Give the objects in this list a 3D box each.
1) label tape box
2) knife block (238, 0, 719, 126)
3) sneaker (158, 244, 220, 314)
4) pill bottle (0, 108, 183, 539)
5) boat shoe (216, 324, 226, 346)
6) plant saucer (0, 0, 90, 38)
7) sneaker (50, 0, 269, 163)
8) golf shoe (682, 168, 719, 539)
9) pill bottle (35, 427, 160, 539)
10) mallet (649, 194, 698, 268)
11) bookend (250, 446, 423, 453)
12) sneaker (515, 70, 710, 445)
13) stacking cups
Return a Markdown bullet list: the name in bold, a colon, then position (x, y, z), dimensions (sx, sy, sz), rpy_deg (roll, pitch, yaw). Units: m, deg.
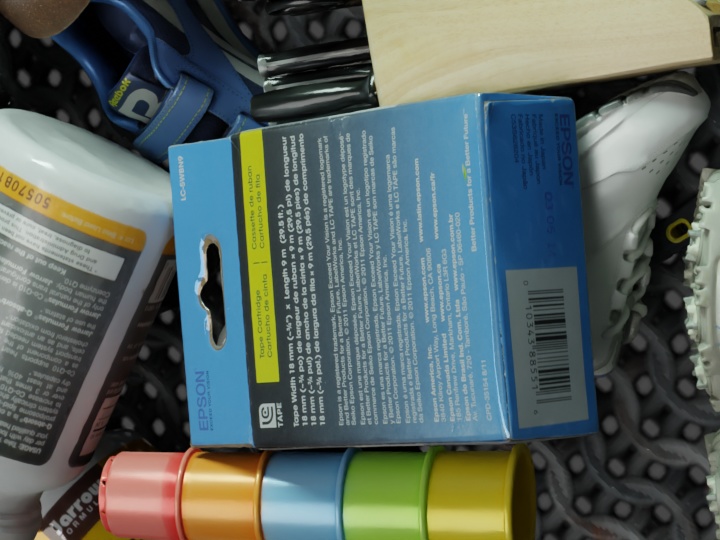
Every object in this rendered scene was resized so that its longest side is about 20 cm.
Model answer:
- **label tape box**: position (0.007, 0.004, 1.094), dimensions (0.199, 0.063, 0.145), rpy_deg (-5, 89, 46)
- **knife block**: position (0.045, -0.096, 1.101), dimensions (0.200, 0.064, 0.176), rpy_deg (39, 109, 14)
- **sneaker**: position (-0.159, 0.042, 1.293), dimensions (0.199, 0.105, 0.060), rpy_deg (-20, 128, 31)
- **pill bottle**: position (-0.166, 0.034, 1.191), dimensions (0.116, 0.116, 0.201), rpy_deg (29, 101, 22)
- **boat shoe**: position (0.000, 0.000, 1.177), dimensions (0.075, 0.060, 0.200), rpy_deg (25, 114, -17)
- **plant saucer**: position (-0.154, -0.212, 1.171), dimensions (0.200, 0.036, 0.202), rpy_deg (-14, 74, 59)
- **sneaker**: position (-0.078, -0.078, 1.216), dimensions (0.200, 0.082, 0.074), rpy_deg (45, 128, 6)
- **golf shoe**: position (0.193, 0.044, 1.096), dimensions (0.097, 0.078, 0.201), rpy_deg (-7, 115, 11)
- **pill bottle**: position (-0.118, 0.161, 1.332), dimensions (0.200, 0.109, 0.109), rpy_deg (41, 128, 13)
- **mallet**: position (0.092, 0.026, 1.174), dimensions (0.199, 0.041, 0.066), rpy_deg (-23, 93, 36)
- **bookend**: position (-0.026, 0.175, 1.215), dimensions (0.199, 0.200, 0.092), rpy_deg (52, 129, 4)
- **sneaker**: position (0.100, -0.006, 1.111), dimensions (0.087, 0.074, 0.200), rpy_deg (45, 124, 13)
- **stacking cups**: position (-0.022, 0.109, 1.137), dimensions (0.199, 0.061, 0.061), rpy_deg (-1, 111, 13)
